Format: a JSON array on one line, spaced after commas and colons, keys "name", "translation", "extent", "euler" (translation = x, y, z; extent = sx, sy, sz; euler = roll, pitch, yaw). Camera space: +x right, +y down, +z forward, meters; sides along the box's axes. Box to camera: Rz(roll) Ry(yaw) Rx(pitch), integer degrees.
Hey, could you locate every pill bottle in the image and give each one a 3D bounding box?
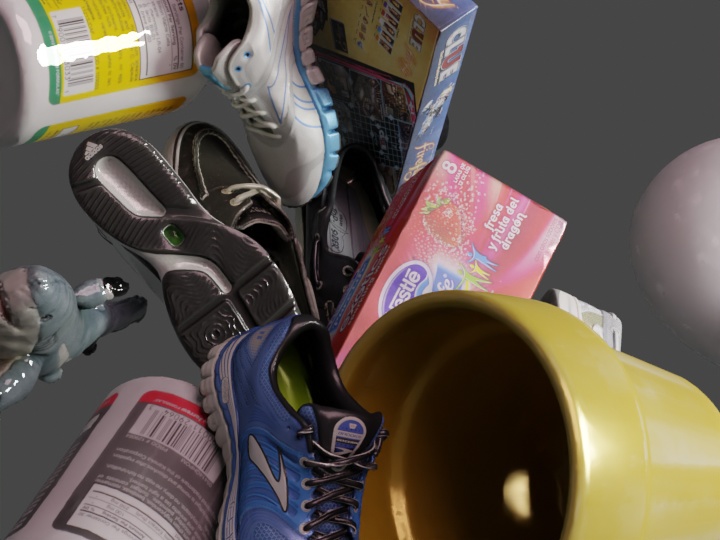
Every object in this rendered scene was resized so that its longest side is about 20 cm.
[{"name": "pill bottle", "translation": [-0.167, -0.151, 1.449], "extent": [0.200, 0.113, 0.113], "euler": [-17, 66, -39]}, {"name": "pill bottle", "translation": [-0.138, 0.160, 1.223], "extent": [0.111, 0.111, 0.200], "euler": [35, 45, -3]}]

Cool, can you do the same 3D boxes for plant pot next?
[{"name": "plant pot", "translation": [0.106, 0.116, 1.252], "extent": [0.189, 0.201, 0.201], "euler": [5, 52, -45]}]

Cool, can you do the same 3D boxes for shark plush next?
[{"name": "shark plush", "translation": [-0.169, 0.033, 1.297], "extent": [0.200, 0.083, 0.091], "euler": [24, 35, -62]}]

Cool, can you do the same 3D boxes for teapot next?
[{"name": "teapot", "translation": [0.305, -0.032, 1.630], "extent": [0.197, 0.146, 0.200], "euler": [-19, 67, -41]}]

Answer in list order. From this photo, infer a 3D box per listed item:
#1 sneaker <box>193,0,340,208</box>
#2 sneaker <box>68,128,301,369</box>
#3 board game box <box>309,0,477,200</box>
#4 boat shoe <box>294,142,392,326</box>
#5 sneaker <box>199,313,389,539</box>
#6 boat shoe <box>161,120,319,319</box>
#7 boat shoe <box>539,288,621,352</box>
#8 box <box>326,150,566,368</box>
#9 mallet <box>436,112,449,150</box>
[{"name": "sneaker", "translation": [-0.071, -0.127, 1.437], "extent": [0.075, 0.200, 0.087], "euler": [15, 35, 40]}, {"name": "sneaker", "translation": [-0.103, -0.005, 1.381], "extent": [0.076, 0.115, 0.201], "euler": [-38, 95, -3]}, {"name": "board game box", "translation": [0.004, -0.151, 1.465], "extent": [0.035, 0.200, 0.136], "euler": [-36, 71, -25]}, {"name": "boat shoe", "translation": [0.002, 0.000, 1.469], "extent": [0.074, 0.066, 0.200], "euler": [15, 50, -24]}, {"name": "sneaker", "translation": [-0.031, 0.114, 1.200], "extent": [0.078, 0.089, 0.200], "euler": [6, 61, -40]}, {"name": "boat shoe", "translation": [-0.072, -0.024, 1.443], "extent": [0.071, 0.064, 0.200], "euler": [-4, 58, -34]}, {"name": "boat shoe", "translation": [0.153, 0.100, 1.483], "extent": [0.065, 0.074, 0.202], "euler": [14, 43, -17]}, {"name": "box", "translation": [0.035, 0.039, 1.381], "extent": [0.095, 0.100, 0.200], "euler": [30, 74, -8]}, {"name": "mallet", "translation": [0.042, -0.037, 1.549], "extent": [0.066, 0.041, 0.200], "euler": [6, 57, -28]}]
